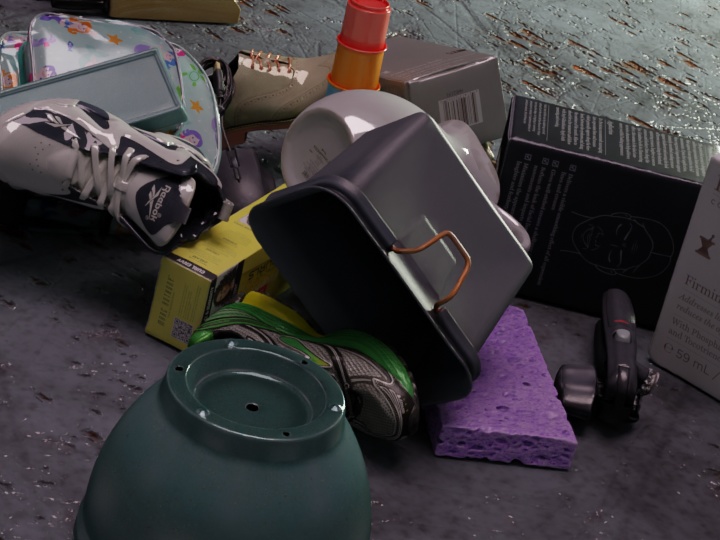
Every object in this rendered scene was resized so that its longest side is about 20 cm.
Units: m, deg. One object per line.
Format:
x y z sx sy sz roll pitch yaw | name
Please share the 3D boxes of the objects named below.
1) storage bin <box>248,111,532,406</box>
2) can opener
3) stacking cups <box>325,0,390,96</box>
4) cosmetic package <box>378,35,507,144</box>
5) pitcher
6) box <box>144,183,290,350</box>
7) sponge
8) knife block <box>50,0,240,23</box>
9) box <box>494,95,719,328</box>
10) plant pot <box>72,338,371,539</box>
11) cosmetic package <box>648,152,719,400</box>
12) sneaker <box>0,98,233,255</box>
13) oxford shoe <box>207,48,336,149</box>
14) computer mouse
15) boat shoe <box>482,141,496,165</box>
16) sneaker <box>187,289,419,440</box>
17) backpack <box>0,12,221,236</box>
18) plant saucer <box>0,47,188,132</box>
0.040 -0.019 1.411 0.145 0.200 0.134 -16 27 52 | storage bin
0.210 0.065 1.549 0.078 0.064 0.200 21 28 2 | can opener
-0.006 -0.154 1.707 0.060 0.201 0.061 12 25 -6 | stacking cups
0.048 -0.169 1.807 0.106 0.091 0.200 -19 22 -24 | cosmetic package
0.043 -0.071 1.552 0.199 0.122 0.172 6 32 -50 | pitcher
-0.098 -0.004 1.526 0.050 0.076 0.200 26 28 17 | box
0.097 0.085 1.497 0.111 0.030 0.200 6 28 -13 | sponge
-0.253 -0.310 2.053 0.200 0.175 0.064 51 2 -39 | knife block
0.212 -0.051 1.675 0.198 0.149 0.107 14 28 0 | box
-0.079 0.130 1.218 0.199 0.135 0.201 11 28 -6 | plant pot
0.377 0.008 1.585 0.167 0.201 0.166 32 32 32 | cosmetic package
-0.185 -0.070 1.441 0.198 0.080 0.129 18 10 -36 | sneaker
-0.082 -0.175 1.753 0.199 0.074 0.071 -20 30 7 | oxford shoe
-0.118 -0.117 1.679 0.058 0.034 0.201 -16 60 -4 | computer mouse
0.108 -0.089 1.775 0.198 0.077 0.072 7 28 -13 | boat shoe
-0.043 0.085 1.399 0.199 0.079 0.085 19 34 29 | sneaker
-0.218 -0.124 1.599 0.199 0.151 0.179 7 59 -26 | backpack
-0.239 -0.127 1.496 0.199 0.019 0.070 -19 78 -24 | plant saucer
